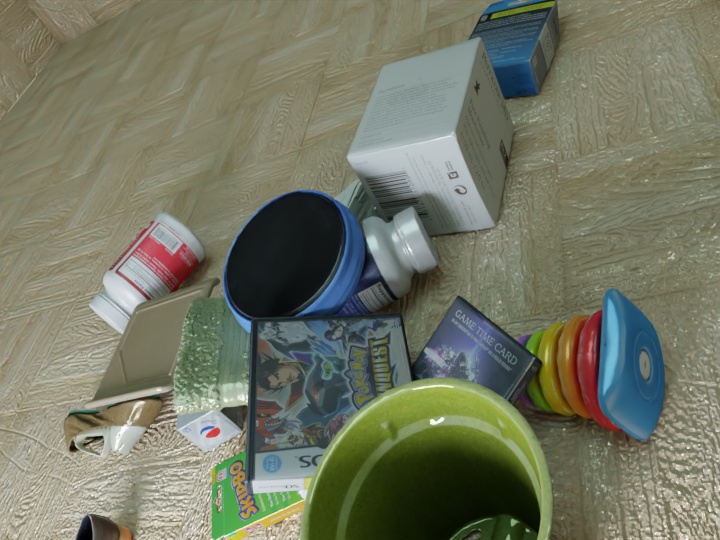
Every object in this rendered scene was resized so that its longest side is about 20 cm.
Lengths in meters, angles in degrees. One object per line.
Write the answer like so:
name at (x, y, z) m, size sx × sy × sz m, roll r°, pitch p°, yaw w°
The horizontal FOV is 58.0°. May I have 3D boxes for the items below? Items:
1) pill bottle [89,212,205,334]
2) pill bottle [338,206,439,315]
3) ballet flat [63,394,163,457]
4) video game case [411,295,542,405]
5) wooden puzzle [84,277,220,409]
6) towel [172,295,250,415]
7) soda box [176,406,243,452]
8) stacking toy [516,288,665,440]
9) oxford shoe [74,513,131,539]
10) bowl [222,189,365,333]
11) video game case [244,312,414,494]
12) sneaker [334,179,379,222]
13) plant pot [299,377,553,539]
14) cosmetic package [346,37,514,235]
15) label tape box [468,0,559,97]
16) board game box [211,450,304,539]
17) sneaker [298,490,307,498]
pill bottle at (-0.369, 0.009, 1.124) m, size 0.110 × 0.113 × 0.202 m, roll 16°, pitch 62°, yaw 44°
pill bottle at (0.000, 0.000, 0.856) m, size 0.196 × 0.112 × 0.113 m, roll -28°, pitch 39°, yaw 11°
ballet flat at (-0.364, 0.232, 0.948) m, size 0.195 × 0.068 × 0.075 m, roll -15°, pitch 63°, yaw 25°
video game case at (0.084, 0.141, 0.665) m, size 0.203 × 0.019 × 0.143 m, roll -57°, pitch 31°, yaw 5°
wooden puzzle at (-0.296, 0.108, 0.945) m, size 0.181 × 0.037 × 0.204 m, roll -16°, pitch 40°, yaw 32°
towel at (-0.163, 0.096, 0.825) m, size 0.143 × 0.037 × 0.202 m, roll -6°, pitch 37°, yaw -3°
soda box at (-0.208, 0.143, 0.910) m, size 0.067 × 0.064 × 0.203 m, roll -28°, pitch 40°, yaw 12°
stacking toy at (0.186, 0.099, 0.644) m, size 0.196 × 0.109 × 0.120 m, roll -12°, pitch 57°, yaw 44°
oxford shoe at (-0.339, 0.391, 0.758) m, size 0.069 × 0.073 × 0.204 m, roll -15°, pitch 44°, yaw 23°
bowl at (-0.089, -0.012, 0.815) m, size 0.195 × 0.039 × 0.206 m, roll -14°, pitch 56°, yaw 21°
video game case at (-0.029, 0.129, 0.679) m, size 0.174 × 0.026 × 0.204 m, roll -2°, pitch 45°, yaw -6°
sneaker at (-0.036, -0.057, 0.983) m, size 0.079 × 0.077 × 0.202 m, roll 0°, pitch 46°, yaw 50°
plant pot at (0.080, 0.224, 0.520) m, size 0.195 × 0.186 × 0.204 m, roll -21°, pitch 41°, yaw 19°
cosmetic package at (0.106, -0.180, 0.911) m, size 0.161 × 0.166 × 0.204 m, roll -5°, pitch 49°, yaw 32°
label tape box at (0.250, -0.373, 1.075) m, size 0.140 × 0.067 × 0.203 m, roll 3°, pitch 51°, yaw 38°
board game box at (-0.089, 0.237, 0.757) m, size 0.195 × 0.030 × 0.097 m, roll -26°, pitch 43°, yaw 10°
sneaker at (-0.054, 0.220, 0.695) m, size 0.115 × 0.075 × 0.204 m, roll -39°, pitch 43°, yaw 21°
